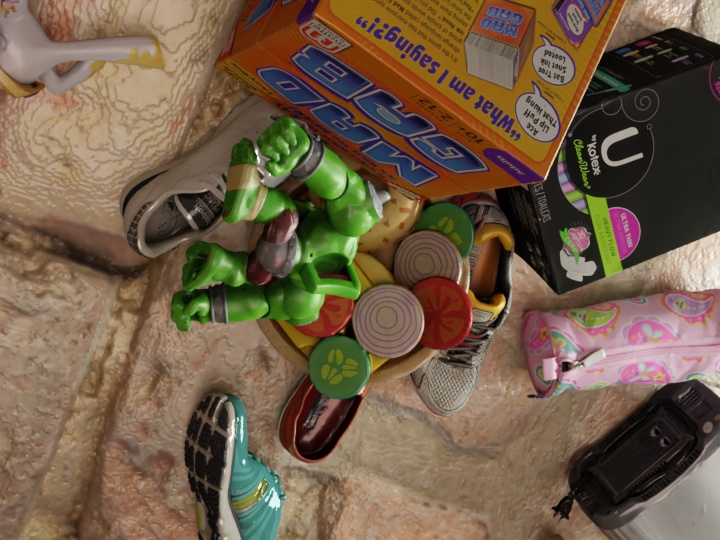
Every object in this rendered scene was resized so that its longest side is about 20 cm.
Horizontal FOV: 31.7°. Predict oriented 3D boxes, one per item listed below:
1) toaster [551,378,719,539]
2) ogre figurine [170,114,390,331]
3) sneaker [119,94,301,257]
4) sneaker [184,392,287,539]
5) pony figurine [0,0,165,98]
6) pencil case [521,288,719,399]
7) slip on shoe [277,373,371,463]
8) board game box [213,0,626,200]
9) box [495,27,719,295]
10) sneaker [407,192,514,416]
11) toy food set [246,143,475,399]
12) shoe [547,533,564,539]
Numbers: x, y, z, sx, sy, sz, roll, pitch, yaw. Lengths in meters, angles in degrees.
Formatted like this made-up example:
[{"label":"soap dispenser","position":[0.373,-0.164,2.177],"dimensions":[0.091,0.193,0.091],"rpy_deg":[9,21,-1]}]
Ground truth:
[{"label":"toaster","position":[0.293,0.210,1.205],"dimensions":[0.200,0.114,0.129],"rpy_deg":[-41,115,2]},{"label":"ogre figurine","position":[-0.060,-0.020,0.978],"dimensions":[0.119,0.098,0.202],"rpy_deg":[17,106,-26]},{"label":"sneaker","position":[-0.104,-0.076,1.028],"dimensions":[0.199,0.081,0.077],"rpy_deg":[-37,111,0]},{"label":"sneaker","position":[-0.109,0.196,1.139],"dimensions":[0.079,0.077,0.202],"rpy_deg":[-17,118,-27]},{"label":"pony figurine","position":[-0.265,-0.191,0.926],"dimensions":[0.199,0.166,0.195],"rpy_deg":[-28,122,-19]},{"label":"pencil case","position":[0.246,0.067,1.158],"dimensions":[0.197,0.088,0.089],"rpy_deg":[-6,110,-12]},{"label":"slip on shoe","position":[-0.011,0.084,1.116],"dimensions":[0.073,0.061,0.202],"rpy_deg":[25,100,-18]},{"label":"board game box","position":[0.048,-0.193,0.923],"dimensions":[0.199,0.199,0.202],"rpy_deg":[32,76,-22]},{"label":"box","position":[0.219,-0.096,1.071],"dimensions":[0.198,0.124,0.150],"rpy_deg":[-21,113,-6]},{"label":"sneaker","position":[0.087,0.037,1.110],"dimensions":[0.077,0.082,0.203],"rpy_deg":[3,110,-15]},{"label":"toy food set","position":[0.000,0.000,1.058],"dimensions":[0.199,0.049,0.199],"rpy_deg":[-39,87,6]},{"label":"shoe","position":[0.212,0.351,1.257],"dimensions":[0.053,0.070,0.202],"rpy_deg":[-26,115,-12]}]
